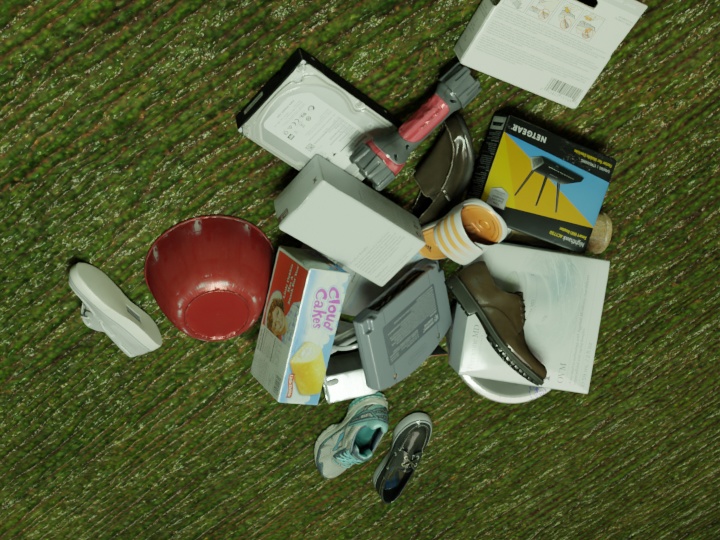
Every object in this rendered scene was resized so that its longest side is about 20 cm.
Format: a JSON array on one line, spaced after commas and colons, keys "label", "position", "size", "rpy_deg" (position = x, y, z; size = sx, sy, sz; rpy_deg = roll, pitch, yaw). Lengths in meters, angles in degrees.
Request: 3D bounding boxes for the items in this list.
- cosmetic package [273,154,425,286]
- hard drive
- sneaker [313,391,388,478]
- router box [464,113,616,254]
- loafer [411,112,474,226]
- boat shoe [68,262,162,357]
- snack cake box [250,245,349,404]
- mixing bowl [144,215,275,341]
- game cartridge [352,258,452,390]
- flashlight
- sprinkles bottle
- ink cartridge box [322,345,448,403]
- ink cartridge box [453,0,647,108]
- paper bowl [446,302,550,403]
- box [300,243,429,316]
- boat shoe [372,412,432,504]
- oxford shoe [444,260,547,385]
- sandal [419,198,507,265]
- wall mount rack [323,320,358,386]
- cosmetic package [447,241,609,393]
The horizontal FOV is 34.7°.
[{"label": "cosmetic package", "position": [-0.014, -0.068, 1.629], "size": [0.200, 0.074, 0.102], "rpy_deg": [32, 116, -32]}, {"label": "hard drive", "position": [-0.052, -0.197, 1.582], "size": [0.200, 0.038, 0.140], "rpy_deg": [31, 117, -35]}, {"label": "sneaker", "position": [-0.017, 0.300, 1.986], "size": [0.077, 0.087, 0.200], "rpy_deg": [17, 124, -26]}, {"label": "router box", "position": [0.260, -0.124, 1.668], "size": [0.199, 0.051, 0.150], "rpy_deg": [17, 93, -25]}, {"label": "loafer", "position": [0.113, -0.134, 1.652], "size": [0.071, 0.073, 0.201], "rpy_deg": [-3, 130, -13]}, {"label": "boat shoe", "position": [-0.376, 0.064, 1.709], "size": [0.068, 0.072, 0.200], "rpy_deg": [-30, 140, 11]}, {"label": "snack cake box", "position": [-0.089, 0.078, 1.654], "size": [0.067, 0.115, 0.201], "rpy_deg": [7, 104, -28]}, {"label": "mixing bowl", "position": [-0.215, 0.031, 1.689], "size": [0.199, 0.109, 0.201], "rpy_deg": [-7, 131, -7]}, {"label": "game cartridge", "position": [0.065, 0.084, 1.707], "size": [0.040, 0.200, 0.134], "rpy_deg": [7, 122, 39]}, {"label": "flashlight", "position": [0.075, -0.197, 1.558], "size": [0.200, 0.068, 0.068], "rpy_deg": [-44, 124, 1]}, {"label": "sprinkles bottle", "position": [0.282, -0.070, 1.755], "size": [0.199, 0.068, 0.068], "rpy_deg": [7, 128, -20]}, {"label": "ink cartridge box", "position": [0.033, 0.157, 1.830], "size": [0.199, 0.160, 0.048], "rpy_deg": [-9, 96, -6]}, {"label": "ink cartridge box", "position": [0.253, -0.325, 1.543], "size": [0.199, 0.045, 0.177], "rpy_deg": [16, 125, -27]}, {"label": "paper bowl", "position": [0.234, 0.105, 1.835], "size": [0.199, 0.104, 0.202], "rpy_deg": [0, 95, -4]}, {"label": "box", "position": [0.000, 0.000, 1.762], "size": [0.199, 0.041, 0.156], "rpy_deg": [12, 125, -23]}, {"label": "boat shoe", "position": [0.080, 0.338, 2.064], "size": [0.068, 0.057, 0.201], "rpy_deg": [9, 127, -21]}, {"label": "oxford shoe", "position": [0.210, 0.073, 1.624], "size": [0.084, 0.073, 0.200], "rpy_deg": [-36, 94, -3]}, {"label": "sandal", "position": [0.131, -0.038, 1.636], "size": [0.079, 0.059, 0.206], "rpy_deg": [43, 150, -11]}, {"label": "wall mount rack", "position": [-0.023, 0.111, 1.769], "size": [0.173, 0.200, 0.075], "rpy_deg": [-25, 110, -30]}, {"label": "cosmetic package", "position": [0.248, 0.064, 1.722], "size": [0.199, 0.123, 0.201], "rpy_deg": [8, 93, -2]}]
